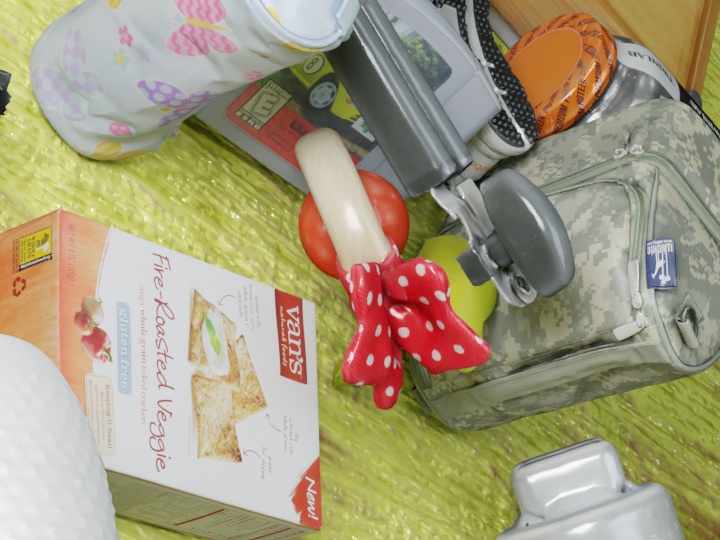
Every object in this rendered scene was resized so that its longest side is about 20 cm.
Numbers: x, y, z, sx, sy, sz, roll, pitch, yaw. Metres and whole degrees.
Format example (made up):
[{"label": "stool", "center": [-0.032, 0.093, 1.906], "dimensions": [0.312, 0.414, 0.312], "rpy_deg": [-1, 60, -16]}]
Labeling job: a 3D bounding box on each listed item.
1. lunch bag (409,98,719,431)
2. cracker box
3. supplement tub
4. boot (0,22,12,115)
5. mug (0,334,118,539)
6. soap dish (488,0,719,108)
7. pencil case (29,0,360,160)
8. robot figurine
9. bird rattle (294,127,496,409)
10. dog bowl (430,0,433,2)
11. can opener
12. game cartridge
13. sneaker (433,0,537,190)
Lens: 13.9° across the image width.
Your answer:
[{"label": "lunch bag", "center": [0.134, 0.010, 1.768], "dimensions": [0.140, 0.199, 0.168], "rpy_deg": [52, 41, -26]}, {"label": "cracker box", "center": [-0.105, 0.061, 1.565], "dimensions": [0.199, 0.057, 0.135], "rpy_deg": [21, 58, -46]}, {"label": "supplement tub", "center": [0.174, -0.067, 1.912], "dimensions": [0.200, 0.122, 0.123], "rpy_deg": [45, 44, -31]}, {"label": "boot", "center": [-0.263, -0.126, 1.442], "dimensions": [0.198, 0.073, 0.164], "rpy_deg": [-22, 96, -53]}, {"label": "mug", "center": [-0.209, 0.123, 1.360], "dimensions": [0.199, 0.148, 0.176], "rpy_deg": [4, 63, -18]}, {"label": "soap dish", "center": [0.162, -0.189, 1.983], "dimensions": [0.200, 0.081, 0.158], "rpy_deg": [45, 44, -31]}, {"label": "pencil case", "center": [-0.089, -0.124, 1.553], "dimensions": [0.091, 0.200, 0.083], "rpy_deg": [54, 47, -10]}, {"label": "robot figurine", "center": [0.150, 0.204, 1.775], "dimensions": [0.170, 0.112, 0.201], "rpy_deg": [-11, 83, -86]}, {"label": "bird rattle", "center": [0.000, 0.000, 1.639], "dimensions": [0.164, 0.112, 0.200], "rpy_deg": [64, 8, 7]}, {"label": "dog bowl", "center": [0.001, -0.212, 1.713], "dimensions": [0.050, 0.111, 0.200], "rpy_deg": [-48, 158, -25]}, {"label": "can opener", "center": [0.048, -0.068, 1.619], "dimensions": [0.201, 0.066, 0.053], "rpy_deg": [55, 22, 2]}, {"label": "game cartridge", "center": [-0.015, -0.113, 1.693], "dimensions": [0.200, 0.133, 0.041], "rpy_deg": [34, 17, -38]}, {"label": "sneaker", "center": [0.042, -0.138, 1.831], "dimensions": [0.073, 0.080, 0.201], "rpy_deg": [18, 44, -39]}]
